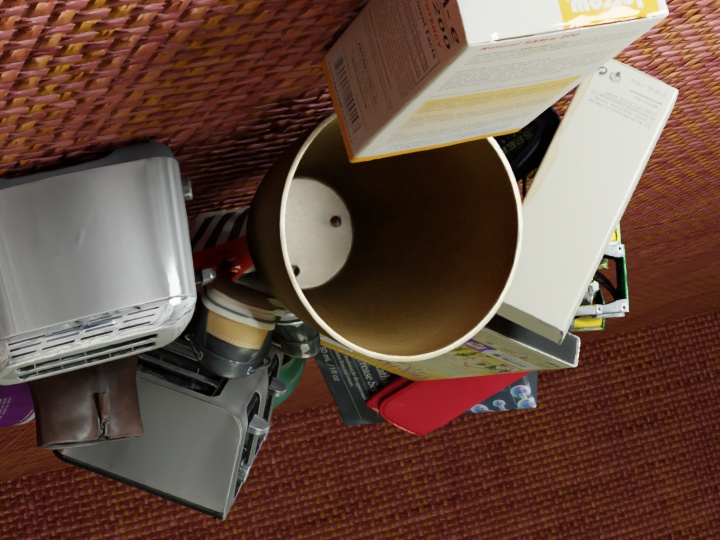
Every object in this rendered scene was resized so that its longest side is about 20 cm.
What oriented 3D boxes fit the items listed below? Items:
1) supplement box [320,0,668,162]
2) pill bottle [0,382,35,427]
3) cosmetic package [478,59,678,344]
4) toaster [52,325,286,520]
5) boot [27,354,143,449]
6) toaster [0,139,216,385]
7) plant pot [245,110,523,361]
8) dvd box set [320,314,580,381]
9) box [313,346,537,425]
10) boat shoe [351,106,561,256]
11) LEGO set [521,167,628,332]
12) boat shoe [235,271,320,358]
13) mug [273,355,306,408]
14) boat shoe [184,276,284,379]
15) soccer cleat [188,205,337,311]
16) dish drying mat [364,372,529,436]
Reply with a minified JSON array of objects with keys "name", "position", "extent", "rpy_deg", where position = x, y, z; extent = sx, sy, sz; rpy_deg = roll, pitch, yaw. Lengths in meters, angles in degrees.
[{"name":"supplement box","position":[0.070,-0.135,0.922],"extent":[0.126,0.074,0.200],"rpy_deg":[-12,170,-22]},{"name":"pill bottle","position":[-0.359,0.089,1.419],"extent":[0.112,0.113,0.200],"rpy_deg":[-22,169,34]},{"name":"cosmetic package","position":[0.164,-0.052,1.207],"extent":[0.073,0.200,0.104],"rpy_deg":[26,174,9]},{"name":"toaster","position":[-0.176,0.115,1.446],"extent":[0.199,0.119,0.181],"rpy_deg":[20,-158,3]},{"name":"boot","position":[-0.206,0.059,1.327],"extent":[0.200,0.167,0.072],"rpy_deg":[-7,168,-44]},{"name":"toaster","position":[-0.203,-0.002,1.087],"extent":[0.199,0.130,0.114],"rpy_deg":[-13,170,-13]},{"name":"plant pot","position":[-0.010,-0.030,1.180],"extent":[0.186,0.187,0.200],"rpy_deg":[-12,-176,-25]},{"name":"dvd box set","position":[0.066,0.057,1.359],"extent":[0.146,0.030,0.200],"rpy_deg":[24,159,-35]},{"name":"box","position":[0.062,0.058,1.538],"extent":[0.199,0.107,0.149],"rpy_deg":[-7,137,15]},{"name":"boat shoe","position":[0.067,-0.073,1.265],"extent":[0.200,0.084,0.069],"rpy_deg":[-43,173,15]},{"name":"LEGO set","position":[0.158,-0.029,1.386],"extent":[0.115,0.201,0.154],"rpy_deg":[-3,-175,-5]},{"name":"boat shoe","position":[-0.093,0.027,1.396],"extent":[0.072,0.071,0.200],"rpy_deg":[-13,-159,-19]},{"name":"mug","position":[-0.129,0.062,1.609],"extent":[0.152,0.186,0.114],"rpy_deg":[21,147,-34]},{"name":"boat shoe","position":[-0.097,0.042,1.192],"extent":[0.074,0.062,0.200],"rpy_deg":[18,-177,-6]},{"name":"soccer cleat","position":[-0.098,-0.028,1.340],"extent":[0.200,0.069,0.085],"rpy_deg":[-30,-138,-35]},{"name":"dish drying mat","position":[0.094,0.100,1.485],"extent":[0.077,0.018,0.200],"rpy_deg":[31,134,-26]}]
